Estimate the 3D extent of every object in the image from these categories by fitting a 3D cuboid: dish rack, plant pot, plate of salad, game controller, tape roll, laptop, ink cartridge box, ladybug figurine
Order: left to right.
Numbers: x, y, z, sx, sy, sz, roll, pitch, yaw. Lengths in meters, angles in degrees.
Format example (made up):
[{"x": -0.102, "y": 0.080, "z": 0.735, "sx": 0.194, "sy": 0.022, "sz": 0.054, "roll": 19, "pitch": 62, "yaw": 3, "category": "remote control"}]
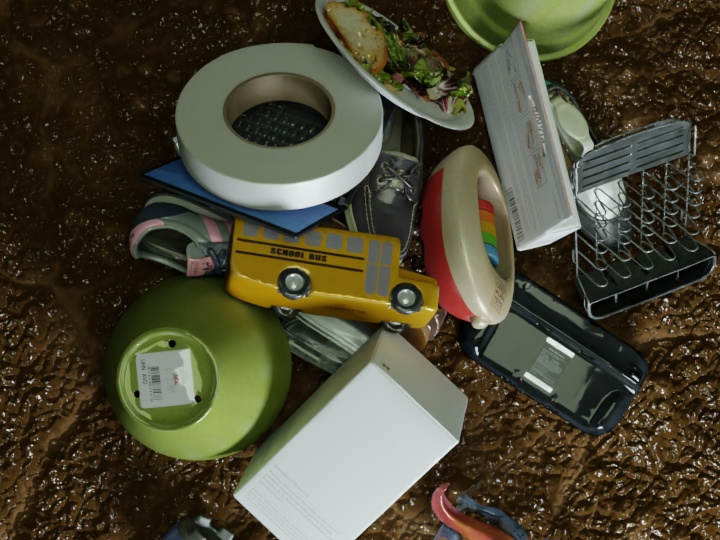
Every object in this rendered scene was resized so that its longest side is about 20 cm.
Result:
[{"x": -0.166, "y": 0.098, "z": 1.484, "sx": 0.187, "sy": 0.200, "sz": 0.188, "roll": 0, "pitch": 91, "yaw": 2, "category": "plant pot"}, {"x": -0.085, "y": -0.131, "z": 1.532, "sx": 0.177, "sy": 0.103, "sz": 0.200, "roll": 21, "pitch": 77, "yaw": 17, "category": "laptop"}, {"x": -0.077, "y": -0.141, "z": 1.510, "sx": 0.202, "sy": 0.037, "sz": 0.203, "roll": 0, "pitch": 49, "yaw": 0, "category": "tape roll"}, {"x": 0.041, "y": -0.216, "z": 1.567, "sx": 0.200, "sy": 0.200, "sz": 0.048, "roll": 38, "pitch": 113, "yaw": -6, "category": "plate of salad"}, {"x": 0.105, "y": -0.031, "z": 1.594, "sx": 0.072, "sy": 0.136, "sz": 0.200, "roll": -15, "pitch": 56, "yaw": 23, "category": "ladybug figurine"}, {"x": 0.177, "y": -0.134, "z": 1.578, "sx": 0.045, "sy": 0.176, "sz": 0.201, "roll": -12, "pitch": 84, "yaw": -14, "category": "ink cartridge box"}, {"x": 0.195, "y": -0.326, "z": 1.598, "sx": 0.200, "sy": 0.184, "sz": 0.201, "roll": 0, "pitch": 87, "yaw": -9, "category": "plant pot"}, {"x": 0.203, "y": 0.087, "z": 1.655, "sx": 0.200, "sy": 0.042, "sz": 0.104, "roll": 33, "pitch": 96, "yaw": -6, "category": "game controller"}, {"x": 0.286, "y": -0.057, "z": 1.612, "sx": 0.153, "sy": 0.055, "sz": 0.200, "roll": -21, "pitch": 133, "yaw": -13, "category": "dish rack"}]

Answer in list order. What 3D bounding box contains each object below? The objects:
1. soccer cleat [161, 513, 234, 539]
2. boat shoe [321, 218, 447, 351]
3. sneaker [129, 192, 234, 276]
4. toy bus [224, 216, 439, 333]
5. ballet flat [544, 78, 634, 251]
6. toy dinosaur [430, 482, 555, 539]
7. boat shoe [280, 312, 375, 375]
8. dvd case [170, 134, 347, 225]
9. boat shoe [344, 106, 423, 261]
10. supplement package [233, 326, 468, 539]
[{"x": -0.120, "y": 0.326, "z": 1.578, "sx": 0.200, "sy": 0.065, "sz": 0.084, "roll": 40, "pitch": 111, "yaw": -10, "category": "soccer cleat"}, {"x": 0.000, "y": 0.000, "z": 1.596, "sx": 0.200, "sy": 0.070, "sz": 0.070, "roll": 41, "pitch": 47, "yaw": -3, "category": "boat shoe"}, {"x": -0.132, "y": -0.014, "z": 1.552, "sx": 0.199, "sy": 0.082, "sz": 0.070, "roll": 12, "pitch": 126, "yaw": 10, "category": "sneaker"}, {"x": -0.027, "y": 0.005, "z": 1.497, "sx": 0.199, "sy": 0.065, "sz": 0.079, "roll": 8, "pitch": 68, "yaw": -8, "category": "toy bus"}, {"x": 0.231, "y": -0.109, "z": 1.650, "sx": 0.068, "sy": 0.068, "sz": 0.200, "roll": -32, "pitch": 93, "yaw": -11, "category": "ballet flat"}, {"x": 0.154, "y": 0.309, "z": 1.578, "sx": 0.181, "sy": 0.200, "sz": 0.105, "roll": 39, "pitch": 97, "yaw": 26, "category": "toy dinosaur"}, {"x": 0.004, "y": 0.097, "z": 1.607, "sx": 0.200, "sy": 0.072, "sz": 0.071, "roll": 35, "pitch": 106, "yaw": -1, "category": "boat shoe"}, {"x": -0.083, "y": -0.081, "z": 1.621, "sx": 0.148, "sy": 0.016, "sz": 0.200, "roll": -28, "pitch": 92, "yaw": -10, "category": "dvd case"}, {"x": 0.029, "y": -0.101, "z": 1.583, "sx": 0.072, "sy": 0.065, "sz": 0.201, "roll": 17, "pitch": 59, "yaw": -24, "category": "boat shoe"}, {"x": -0.007, "y": 0.170, "z": 1.531, "sx": 0.117, "sy": 0.117, "sz": 0.200, "roll": 43, "pitch": 108, "yaw": -5, "category": "supplement package"}]
